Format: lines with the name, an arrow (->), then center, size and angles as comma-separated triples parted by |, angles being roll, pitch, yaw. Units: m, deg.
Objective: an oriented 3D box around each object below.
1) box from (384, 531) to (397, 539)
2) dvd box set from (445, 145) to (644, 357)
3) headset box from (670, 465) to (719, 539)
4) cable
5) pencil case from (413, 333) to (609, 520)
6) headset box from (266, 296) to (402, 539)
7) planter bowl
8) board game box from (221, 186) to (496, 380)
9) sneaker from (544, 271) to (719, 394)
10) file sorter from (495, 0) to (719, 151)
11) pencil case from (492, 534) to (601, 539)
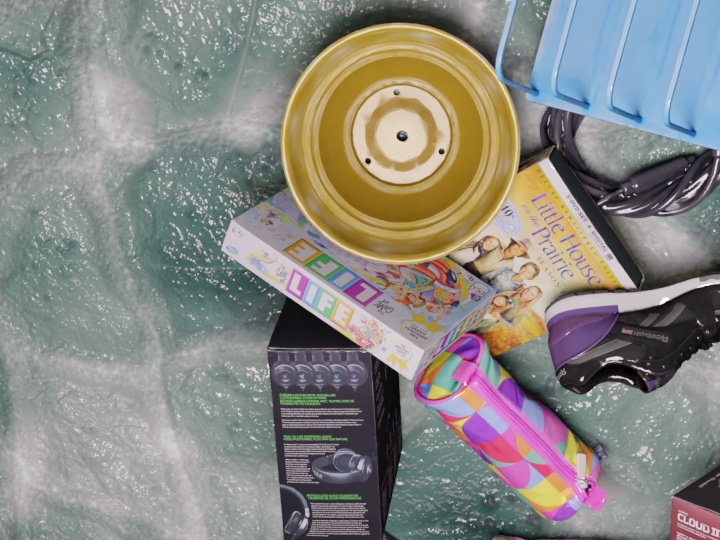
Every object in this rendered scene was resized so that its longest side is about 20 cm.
box -> 0.034, 0.359, 1.630 | 0.200, 0.050, 0.158 | 34, 113, -6
dvd box set -> 0.127, -0.006, 1.451 | 0.200, 0.029, 0.147 | -27, 107, 33
headset box -> 0.347, 0.255, 1.484 | 0.077, 0.149, 0.201 | 18, 121, 42
cable -> 0.249, -0.124, 1.406 | 0.163, 0.051, 0.200 | 38, 110, -14
pencil case -> 0.138, 0.143, 1.488 | 0.088, 0.089, 0.200 | -38, 117, 20
headset box -> -0.019, 0.111, 1.467 | 0.092, 0.174, 0.201 | 0, 113, 8
planter bowl -> 0.035, -0.111, 1.408 | 0.199, 0.083, 0.201 | 1, 101, 3
board game box -> 0.000, 0.000, 1.405 | 0.200, 0.134, 0.034 | 34, 126, 15
sneaker -> 0.260, 0.063, 1.397 | 0.199, 0.088, 0.076 | -9, 150, 7
file sorter -> 0.223, -0.181, 1.286 | 0.199, 0.123, 0.139 | 18, 97, 23
pencil case -> 0.212, 0.294, 1.559 | 0.199, 0.087, 0.088 | 2, 113, 8
